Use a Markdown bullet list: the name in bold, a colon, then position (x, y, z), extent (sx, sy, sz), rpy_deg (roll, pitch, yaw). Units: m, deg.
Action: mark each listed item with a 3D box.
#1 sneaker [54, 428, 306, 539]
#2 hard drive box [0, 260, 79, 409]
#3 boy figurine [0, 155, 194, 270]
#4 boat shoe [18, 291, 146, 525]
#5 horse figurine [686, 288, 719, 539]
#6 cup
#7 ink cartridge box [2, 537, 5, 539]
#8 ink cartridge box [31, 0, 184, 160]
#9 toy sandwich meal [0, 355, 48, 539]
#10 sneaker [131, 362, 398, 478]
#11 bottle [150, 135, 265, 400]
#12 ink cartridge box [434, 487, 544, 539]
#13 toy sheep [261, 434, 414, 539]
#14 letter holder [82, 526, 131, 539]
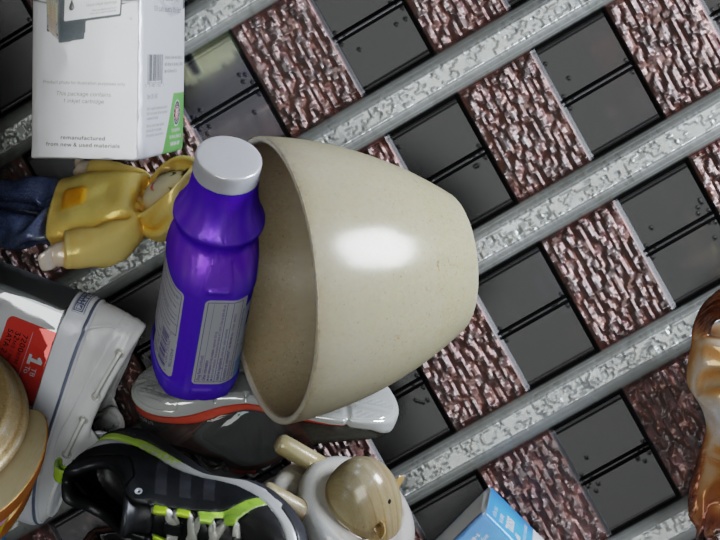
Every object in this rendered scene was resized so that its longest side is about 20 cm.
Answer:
- **sneaker**: position (-0.130, 0.176, 1.459), extent (0.199, 0.083, 0.072), rpy_deg (21, 115, 31)
- **hard drive box**: position (-0.326, 0.058, 1.575), extent (0.198, 0.077, 0.157), rpy_deg (20, 98, 3)
- **boy figurine**: position (-0.198, -0.043, 1.529), extent (0.198, 0.125, 0.065), rpy_deg (-2, 127, 17)
- **boat shoe**: position (-0.207, 0.113, 1.550), extent (0.065, 0.074, 0.201), rpy_deg (21, 122, 3)
- **horse figurine**: position (0.285, 0.093, 1.526), extent (0.131, 0.050, 0.202), rpy_deg (-11, 104, 24)
- **cup**: position (0.000, 0.000, 1.495), extent (0.142, 0.200, 0.203), rpy_deg (-6, 96, -20)
- **ink cartridge box**: position (-0.350, 0.194, 1.529), extent (0.145, 0.200, 0.085), rpy_deg (20, 98, 3)
- **ink cartridge box**: position (-0.177, -0.183, 1.500), extent (0.083, 0.146, 0.202), rpy_deg (2, 96, 7)
- **toy sandwich meal**: position (-0.316, 0.116, 1.472), extent (0.203, 0.206, 0.071), rpy_deg (9, 130, 4)
- **sneaker**: position (-0.070, 0.112, 1.571), extent (0.198, 0.077, 0.083), rpy_deg (4, 123, 6)
- **bottle**: position (-0.106, -0.002, 1.480), extent (0.065, 0.084, 0.201), rpy_deg (1, 131, -14)
- **ink cartridge box**: position (0.114, 0.286, 1.552), extent (0.200, 0.084, 0.145), rpy_deg (44, 99, -1)
- **toy sheep**: position (-0.034, 0.203, 1.536), extent (0.138, 0.138, 0.200), rpy_deg (39, 130, 0)
- **letter holder**: position (-0.153, 0.298, 1.550), extent (0.099, 0.142, 0.202), rpy_deg (-6, 95, 6)
